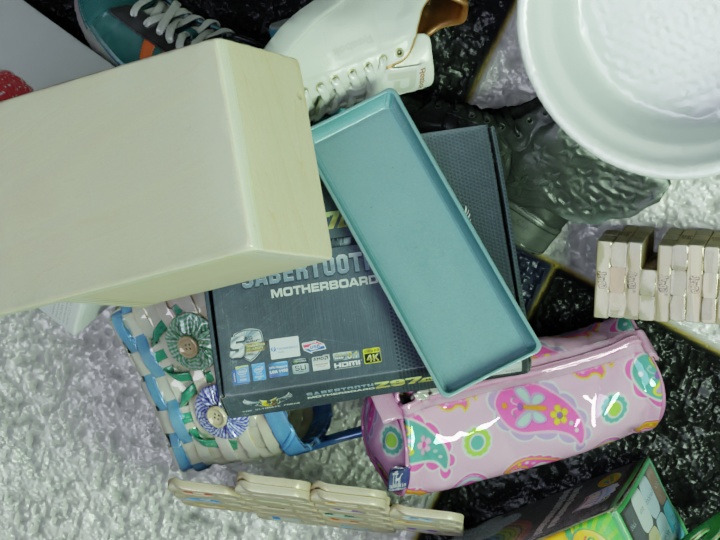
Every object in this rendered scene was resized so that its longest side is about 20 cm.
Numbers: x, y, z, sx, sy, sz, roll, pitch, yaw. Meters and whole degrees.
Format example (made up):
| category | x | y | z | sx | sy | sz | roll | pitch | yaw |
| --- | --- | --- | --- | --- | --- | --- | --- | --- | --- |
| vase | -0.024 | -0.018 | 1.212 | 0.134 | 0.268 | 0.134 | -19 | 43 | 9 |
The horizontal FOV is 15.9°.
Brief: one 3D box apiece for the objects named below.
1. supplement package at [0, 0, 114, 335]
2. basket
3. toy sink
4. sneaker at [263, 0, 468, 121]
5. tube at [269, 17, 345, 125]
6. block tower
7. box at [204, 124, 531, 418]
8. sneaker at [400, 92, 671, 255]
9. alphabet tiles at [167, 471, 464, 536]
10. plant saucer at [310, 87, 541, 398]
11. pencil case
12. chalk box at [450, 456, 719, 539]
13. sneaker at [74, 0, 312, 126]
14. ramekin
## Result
| category | x | y | z | sx | sy | sz | roll | pitch | yaw |
| --- | --- | --- | --- | --- | --- | --- | --- | --- | --- |
| supplement package | -0.222 | -0.079 | 1.735 | 0.200 | 0.121 | 0.120 | 36 | 141 | 13 |
| basket | -0.052 | 0.046 | 1.737 | 0.200 | 0.139 | 0.177 | -23 | 98 | 10 |
| toy sink | -0.134 | -0.050 | 1.579 | 0.200 | 0.112 | 0.131 | -15 | 80 | 25 |
| sneaker | -0.004 | -0.133 | 1.659 | 0.085 | 0.200 | 0.073 | 36 | 154 | 16 |
| tube | -0.016 | -0.075 | 1.751 | 0.077 | 0.050 | 0.200 | -3 | 106 | 39 |
| block tower | 0.256 | 0.006 | 1.682 | 0.200 | 0.054 | 0.058 | 5 | 105 | 14 |
| box | 0.000 | 0.000 | 1.636 | 0.200 | 0.051 | 0.158 | -8 | 69 | 1 |
| sneaker | 0.102 | -0.089 | 1.706 | 0.200 | 0.060 | 0.104 | 41 | 109 | 0 |
| alphabet tiles | -0.027 | 0.157 | 1.725 | 0.195 | 0.200 | 0.015 | 6 | 80 | 4 |
| plant saucer | 0.036 | -0.017 | 1.604 | 0.070 | 0.019 | 0.200 | -27 | 70 | -6 |
| pencil case | 0.098 | 0.087 | 1.686 | 0.200 | 0.087 | 0.088 | -12 | 101 | -17 |
| chalk box | 0.161 | 0.213 | 1.722 | 0.200 | 0.124 | 0.124 | -23 | 95 | 21 |
| sneaker | -0.106 | -0.142 | 1.729 | 0.200 | 0.071 | 0.080 | 44 | 138 | 7 |
| ramekin | 0.207 | -0.165 | 1.634 | 0.200 | 0.098 | 0.201 | 4 | 104 | 15 |
